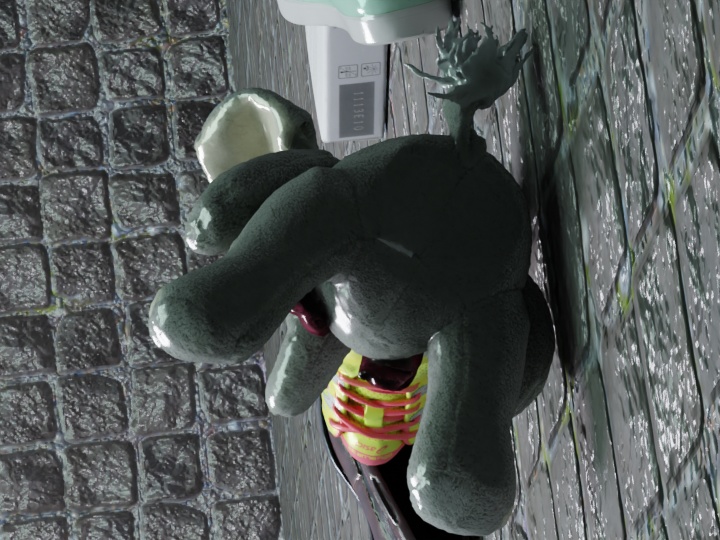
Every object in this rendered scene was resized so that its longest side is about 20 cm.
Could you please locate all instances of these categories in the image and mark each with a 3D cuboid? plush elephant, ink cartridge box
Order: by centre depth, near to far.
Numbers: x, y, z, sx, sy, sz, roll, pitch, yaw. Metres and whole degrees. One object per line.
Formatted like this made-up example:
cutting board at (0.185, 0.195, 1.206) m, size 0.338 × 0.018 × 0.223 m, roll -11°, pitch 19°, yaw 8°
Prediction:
plush elephant at (0.000, 0.000, 1.198) m, size 0.201 × 0.164 × 0.155 m, roll -67°, pitch 11°, yaw -19°
ink cartridge box at (-0.015, -0.206, 1.749) m, size 0.200 × 0.043 × 0.174 m, roll 91°, pitch 172°, yaw -53°

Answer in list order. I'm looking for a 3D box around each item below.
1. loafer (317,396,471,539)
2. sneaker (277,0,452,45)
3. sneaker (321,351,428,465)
loafer at (0.029, 0.112, 1.535) m, size 0.063 × 0.072 × 0.201 m, roll 124°, pitch 138°, yaw -51°
sneaker at (-0.004, -0.185, 1.459) m, size 0.200 × 0.073 × 0.119 m, roll -148°, pitch 46°, yaw -72°
sneaker at (0.015, 0.053, 1.434) m, size 0.200 × 0.078 × 0.091 m, roll 37°, pitch -117°, yaw -83°
